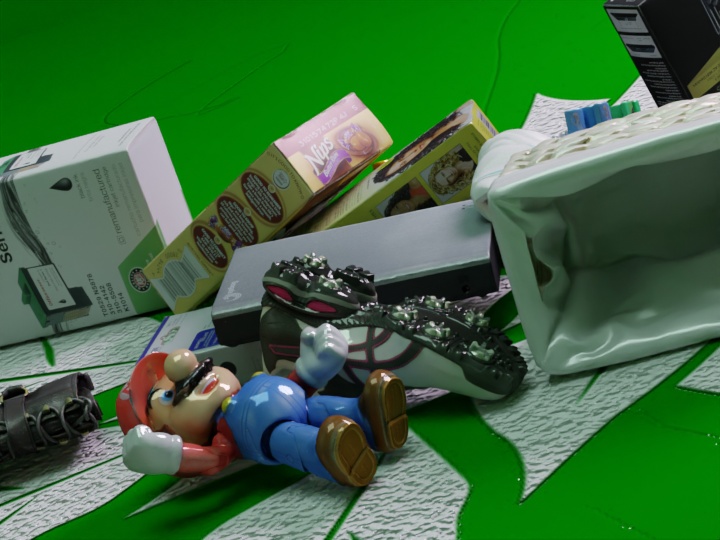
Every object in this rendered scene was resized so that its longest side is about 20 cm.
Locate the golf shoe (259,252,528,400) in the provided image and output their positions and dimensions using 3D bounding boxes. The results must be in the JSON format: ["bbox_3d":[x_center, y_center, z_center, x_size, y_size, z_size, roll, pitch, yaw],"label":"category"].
[{"bbox_3d":[0.020,0.056,1.474,0.199,0.088,0.077,21,17,32],"label":"golf shoe"}]

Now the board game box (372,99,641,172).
[{"bbox_3d":[0.125,-0.103,1.826,0.199,0.026,0.200,-15,1,16],"label":"board game box"}]

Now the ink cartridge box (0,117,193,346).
[{"bbox_3d":[-0.247,-0.029,1.887,0.199,0.147,0.084,-14,19,19],"label":"ink cartridge box"}]

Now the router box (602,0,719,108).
[{"bbox_3d":[0.303,-0.195,1.723,0.200,0.158,0.052,-39,22,-18],"label":"router box"}]

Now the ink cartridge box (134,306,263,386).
[{"bbox_3d":[-0.058,0.044,1.640,0.199,0.039,0.100,-13,19,15],"label":"ink cartridge box"}]

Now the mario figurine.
[{"bbox_3d":[-0.076,0.082,1.415,0.199,0.107,0.123,2,-5,34],"label":"mario figurine"}]

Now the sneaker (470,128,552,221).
[{"bbox_3d":[0.173,-0.045,1.574,0.199,0.071,0.080,7,31,14],"label":"sneaker"}]

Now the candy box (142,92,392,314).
[{"bbox_3d":[-0.075,-0.049,1.775,0.117,0.057,0.200,-36,-5,-48],"label":"candy box"}]

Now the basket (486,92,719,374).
[{"bbox_3d":[0.193,-0.033,1.444,0.199,0.136,0.123,-16,15,10],"label":"basket"}]

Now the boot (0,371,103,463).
[{"bbox_3d":[-0.266,0.122,1.567,0.173,0.070,0.200,-19,15,2],"label":"boot"}]

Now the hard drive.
[{"bbox_3d":[0.000,0.000,1.594,0.199,0.033,0.140,-12,18,9],"label":"hard drive"}]

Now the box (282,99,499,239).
[{"bbox_3d":[0.020,-0.047,1.710,0.200,0.050,0.075,-37,13,12],"label":"box"}]
